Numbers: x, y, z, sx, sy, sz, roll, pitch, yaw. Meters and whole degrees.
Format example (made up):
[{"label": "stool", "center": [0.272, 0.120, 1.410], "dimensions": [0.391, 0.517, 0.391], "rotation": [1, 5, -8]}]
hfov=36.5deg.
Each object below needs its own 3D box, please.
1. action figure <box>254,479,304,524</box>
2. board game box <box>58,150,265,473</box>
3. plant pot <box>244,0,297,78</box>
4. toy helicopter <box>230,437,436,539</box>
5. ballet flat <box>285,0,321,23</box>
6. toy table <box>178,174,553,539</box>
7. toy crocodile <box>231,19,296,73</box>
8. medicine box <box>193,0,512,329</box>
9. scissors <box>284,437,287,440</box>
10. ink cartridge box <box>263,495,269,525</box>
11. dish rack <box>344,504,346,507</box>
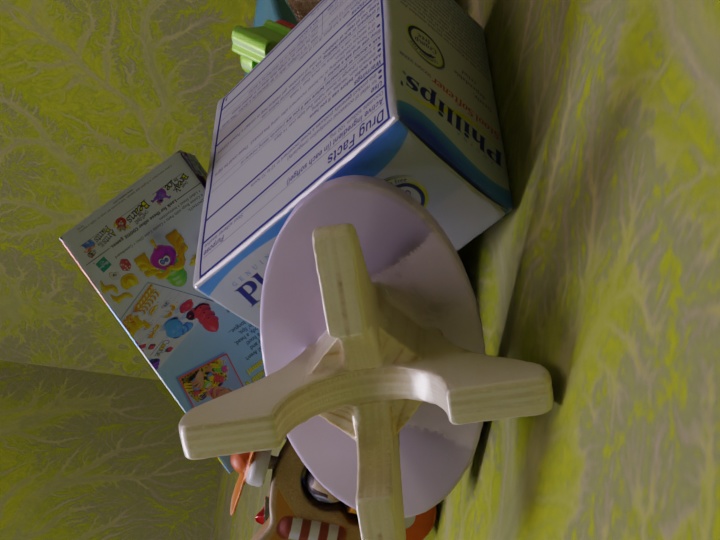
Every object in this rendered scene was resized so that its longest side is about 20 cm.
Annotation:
[{"label": "action figure", "center": [-0.042, 0.166, 1.019], "dimensions": [0.201, 0.051, 0.066], "rotation": [-69, -21, -44]}, {"label": "board game box", "center": [-0.109, 0.026, 0.795], "dimensions": [0.201, 0.104, 0.103], "rotation": [55, 180, -5]}, {"label": "plant pot", "center": [-0.033, -0.196, 1.132], "dimensions": [0.201, 0.140, 0.142], "rotation": [-106, 24, -48]}, {"label": "toy helicopter", "center": [-0.053, 0.169, 0.735], "dimensions": [0.200, 0.132, 0.079], "rotation": [-47, 15, 7]}, {"label": "ballet flat", "center": [0.011, -0.271, 0.834], "dimensions": [0.200, 0.065, 0.071], "rotation": [-48, 22, 10]}, {"label": "toy table", "center": [0.006, 0.059, 0.578], "dimensions": [0.117, 0.182, 0.201], "rotation": [-74, -36, -74]}, {"label": "toy crocodile", "center": [-0.039, -0.176, 0.921], "dimensions": [0.199, 0.067, 0.062], "rotation": [7, -71, -60]}, {"label": "medicine box", "center": [-0.008, -0.080, 0.717], "dimensions": [0.182, 0.103, 0.201], "rotation": [-37, 36, 31]}, {"label": "scissors", "center": [-0.038, 0.159, 0.929], "dimensions": [0.200, 0.014, 0.074], "rotation": [13, -87, -70]}, {"label": "ink cartridge box", "center": [-0.068, 0.305, 0.901], "dimensions": [0.201, 0.057, 0.164], "rotation": [61, -158, -47]}, {"label": "dish rack", "center": [-0.016, 0.232, 0.888], "dimensions": [0.154, 0.054, 0.201], "rotation": [-94, 14, -55]}]
